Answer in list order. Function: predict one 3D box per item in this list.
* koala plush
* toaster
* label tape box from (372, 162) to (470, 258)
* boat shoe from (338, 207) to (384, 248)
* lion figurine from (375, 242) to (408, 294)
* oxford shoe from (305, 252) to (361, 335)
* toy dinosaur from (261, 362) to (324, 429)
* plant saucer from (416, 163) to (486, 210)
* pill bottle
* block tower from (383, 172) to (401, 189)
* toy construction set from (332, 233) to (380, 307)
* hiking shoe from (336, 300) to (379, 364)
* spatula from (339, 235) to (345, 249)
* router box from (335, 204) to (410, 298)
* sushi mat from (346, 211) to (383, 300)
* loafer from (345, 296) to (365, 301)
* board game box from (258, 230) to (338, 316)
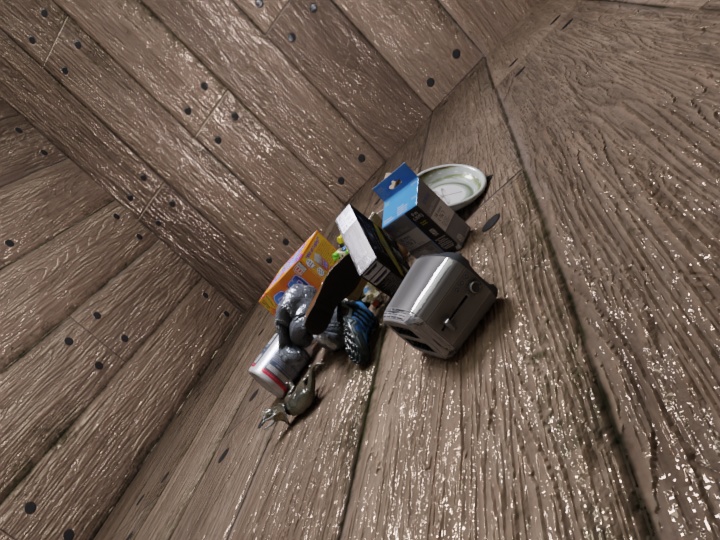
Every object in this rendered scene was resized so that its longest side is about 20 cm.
[{"bbox_3d":[-0.094,0.131,1.268,0.197,0.189,0.176,7,27,43],"label":"koala plush"},{"bbox_3d":[0.115,0.053,0.829,0.130,0.113,0.199,-53,14,-11],"label":"toaster"},{"bbox_3d":[0.116,-0.113,1.123,0.064,0.199,0.144,-57,15,-29],"label":"label tape box"},{"bbox_3d":[0.016,-0.104,1.433,0.200,0.071,0.074,-45,42,31],"label":"boat shoe"},{"bbox_3d":[0.093,-0.038,1.235,0.204,0.071,0.122,-64,-7,3],"label":"lion figurine"},{"bbox_3d":[-0.062,0.039,1.142,0.202,0.071,0.071,-54,19,5],"label":"oxford shoe"},{"bbox_3d":[-0.130,0.280,1.166,0.199,0.077,0.104,-37,27,27],"label":"toy dinosaur"},{"bbox_3d":[0.205,-0.187,1.263,0.194,0.051,0.203,-10,37,8],"label":"plant saucer"},{"bbox_3d":[-0.198,0.227,1.420,0.202,0.119,0.119,-53,13,-22],"label":"pill bottle"},{"bbox_3d":[0.107,-0.156,1.353,0.053,0.202,0.059,5,55,25],"label":"block tower"},{"bbox_3d":[0.000,0.000,1.309,0.090,0.204,0.131,-14,-15,-35],"label":"toy construction set"},{"bbox_3d":[0.003,0.119,1.121,0.201,0.084,0.076,-112,20,-56],"label":"hiking shoe"},{"bbox_3d":[-0.047,-0.004,1.401,0.056,0.020,0.205,-37,-40,-43],"label":"spatula"},{"bbox_3d":[0.038,-0.031,1.098,0.052,0.156,0.202,-43,38,16],"label":"router box"},{"bbox_3d":[0.008,-0.028,1.215,0.012,0.095,0.203,25,83,46],"label":"sushi mat"},{"bbox_3d":[-0.006,0.054,1.412,0.068,0.071,0.201,8,44,34],"label":"loafer"},{"bbox_3d":[-0.143,0.051,1.567,0.199,0.199,0.201,-42,12,27],"label":"board game box"}]
